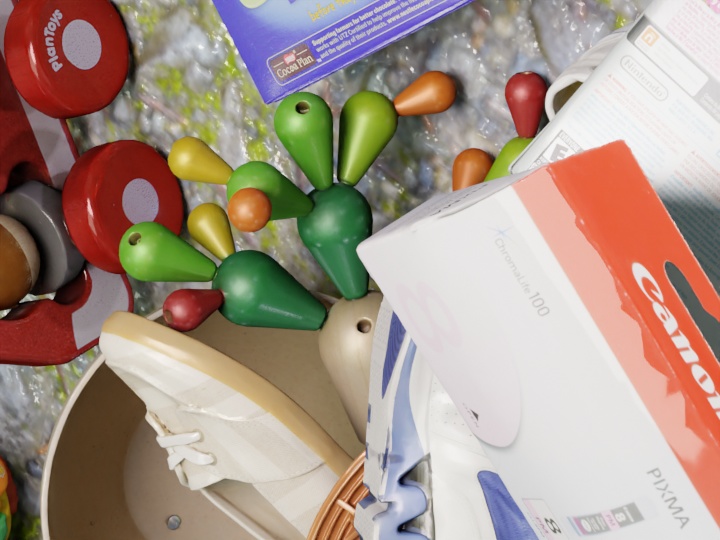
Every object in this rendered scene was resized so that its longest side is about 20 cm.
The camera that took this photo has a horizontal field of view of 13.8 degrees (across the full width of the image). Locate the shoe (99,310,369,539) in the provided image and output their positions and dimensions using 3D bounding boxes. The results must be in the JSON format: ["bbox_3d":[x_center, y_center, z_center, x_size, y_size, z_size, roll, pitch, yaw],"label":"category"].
[{"bbox_3d":[-0.041,0.092,1.320,0.200,0.054,0.070,39,162,-13],"label":"shoe"}]

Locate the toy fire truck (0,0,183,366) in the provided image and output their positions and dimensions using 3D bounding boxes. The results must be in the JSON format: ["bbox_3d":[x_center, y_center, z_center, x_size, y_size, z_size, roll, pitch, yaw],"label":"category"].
[{"bbox_3d":[-0.191,-0.043,1.452,0.112,0.168,0.201,-7,107,44],"label":"toy fire truck"}]

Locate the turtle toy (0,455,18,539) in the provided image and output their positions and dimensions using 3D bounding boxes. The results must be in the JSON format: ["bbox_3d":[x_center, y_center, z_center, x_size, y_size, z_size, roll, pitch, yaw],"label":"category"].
[{"bbox_3d":[-0.239,0.152,1.650,0.146,0.101,0.201,41,142,51],"label":"turtle toy"}]

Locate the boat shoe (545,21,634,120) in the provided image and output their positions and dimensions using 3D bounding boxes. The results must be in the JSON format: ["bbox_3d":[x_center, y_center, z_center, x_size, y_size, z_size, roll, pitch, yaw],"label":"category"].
[{"bbox_3d":[0.158,-0.037,1.197,0.201,0.086,0.075,32,130,26],"label":"boat shoe"}]

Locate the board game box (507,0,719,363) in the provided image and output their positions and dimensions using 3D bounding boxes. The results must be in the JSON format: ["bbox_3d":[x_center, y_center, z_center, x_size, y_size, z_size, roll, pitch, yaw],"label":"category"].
[{"bbox_3d":[0.176,-0.063,1.113,0.148,0.064,0.200,44,102,15],"label":"board game box"}]

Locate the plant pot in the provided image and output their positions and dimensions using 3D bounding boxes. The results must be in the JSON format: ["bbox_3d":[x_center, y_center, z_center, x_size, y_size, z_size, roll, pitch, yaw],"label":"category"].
[{"bbox_3d":[-0.059,0.104,1.422,0.201,0.199,0.134,66,171,-7],"label":"plant pot"}]

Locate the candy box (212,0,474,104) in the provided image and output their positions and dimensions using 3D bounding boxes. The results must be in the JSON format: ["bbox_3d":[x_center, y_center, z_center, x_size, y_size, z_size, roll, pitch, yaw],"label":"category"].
[{"bbox_3d":[-0.016,-0.196,1.276,0.169,0.077,0.201,-22,98,48],"label":"candy box"}]

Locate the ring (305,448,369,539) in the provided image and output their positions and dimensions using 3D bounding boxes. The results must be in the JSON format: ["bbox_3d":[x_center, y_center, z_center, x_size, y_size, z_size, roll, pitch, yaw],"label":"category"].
[{"bbox_3d":[0.068,0.149,1.320,0.019,0.199,0.202,-134,28,-70],"label":"ring"}]

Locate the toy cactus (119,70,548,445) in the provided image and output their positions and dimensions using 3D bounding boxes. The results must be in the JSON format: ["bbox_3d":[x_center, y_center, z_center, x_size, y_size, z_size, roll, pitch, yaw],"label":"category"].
[{"bbox_3d":[0.000,0.000,1.315,0.102,0.199,0.166,-127,21,-68],"label":"toy cactus"}]

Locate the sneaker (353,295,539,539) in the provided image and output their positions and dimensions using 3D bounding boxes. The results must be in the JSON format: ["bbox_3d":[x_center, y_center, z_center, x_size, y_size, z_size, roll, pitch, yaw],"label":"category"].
[{"bbox_3d":[0.061,0.075,1.257,0.081,0.114,0.201,-134,52,-78],"label":"sneaker"}]

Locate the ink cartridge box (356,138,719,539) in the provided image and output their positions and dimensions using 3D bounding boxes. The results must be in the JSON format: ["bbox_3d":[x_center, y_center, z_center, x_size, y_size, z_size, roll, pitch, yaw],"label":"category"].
[{"bbox_3d":[0.084,0.040,1.108,0.163,0.057,0.200,58,167,-5],"label":"ink cartridge box"}]
